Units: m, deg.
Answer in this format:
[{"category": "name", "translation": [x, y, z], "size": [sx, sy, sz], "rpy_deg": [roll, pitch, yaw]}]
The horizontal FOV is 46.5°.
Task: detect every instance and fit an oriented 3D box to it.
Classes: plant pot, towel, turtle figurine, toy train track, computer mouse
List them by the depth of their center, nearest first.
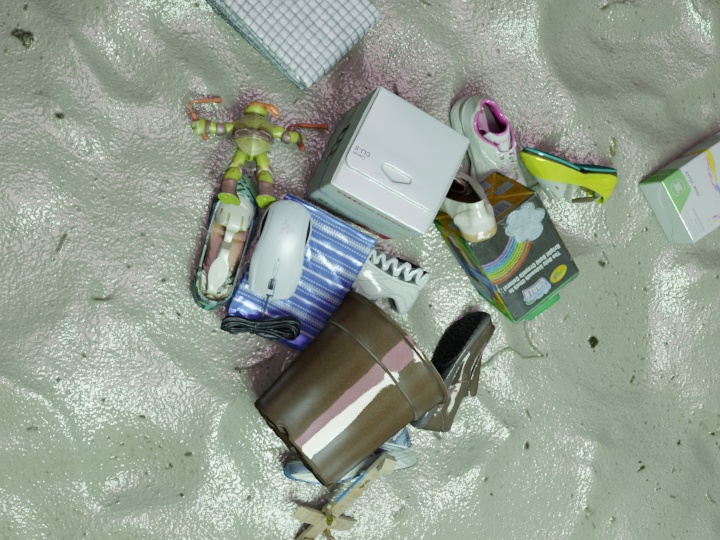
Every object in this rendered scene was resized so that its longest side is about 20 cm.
[{"category": "plant pot", "translation": [-0.022, 0.166, 1.116], "size": [0.198, 0.200, 0.201], "rpy_deg": [-41, 100, -15]}, {"category": "computer mouse", "translation": [-0.118, 0.003, 1.129], "size": [0.109, 0.044, 0.201], "rpy_deg": [13, 107, -5]}, {"category": "turtle figurine", "translation": [-0.138, -0.169, 1.147], "size": [0.199, 0.064, 0.162], "rpy_deg": [8, 70, -18]}, {"category": "towel", "translation": [-0.086, 0.010, 1.163], "size": [0.144, 0.024, 0.201], "rpy_deg": [27, 107, -8]}, {"category": "towel", "translation": [-0.093, -0.370, 1.169], "size": [0.200, 0.086, 0.166], "rpy_deg": [43, 80, -9]}, {"category": "toy train track", "translation": [-0.019, 0.334, 1.175], "size": [0.114, 0.033, 0.200], "rpy_deg": [27, 113, -39]}]

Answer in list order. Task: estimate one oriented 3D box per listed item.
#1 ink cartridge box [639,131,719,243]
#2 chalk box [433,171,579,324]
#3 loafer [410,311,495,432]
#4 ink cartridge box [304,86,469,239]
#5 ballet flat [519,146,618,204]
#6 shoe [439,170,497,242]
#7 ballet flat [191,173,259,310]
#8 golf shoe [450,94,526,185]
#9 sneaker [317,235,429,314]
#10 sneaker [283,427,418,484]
[{"category": "ink cartridge box", "translation": [0.565, -0.143, 1.342], "size": [0.199, 0.067, 0.117], "rpy_deg": [-33, 98, -11]}, {"category": "chalk box", "translation": [0.219, -0.019, 1.210], "size": [0.125, 0.124, 0.200], "rpy_deg": [-36, 118, -4]}, {"category": "loafer", "translation": [0.144, 0.154, 1.248], "size": [0.071, 0.073, 0.201], "rpy_deg": [33, 88, -23]}, {"category": "ink cartridge box", "translation": [0.030, -0.137, 1.140], "size": [0.145, 0.200, 0.145], "rpy_deg": [27, 85, -13]}, {"category": "ballet flat", "translation": [0.313, -0.136, 1.264], "size": [0.199, 0.067, 0.067], "rpy_deg": [6, 106, -35]}, {"category": "shoe", "translation": [0.138, -0.106, 1.152], "size": [0.070, 0.200, 0.054], "rpy_deg": [-24, 120, -1]}, {"category": "ballet flat", "translation": [-0.182, -0.041, 1.158], "size": [0.074, 0.074, 0.201], "rpy_deg": [13, 87, -14]}, {"category": "golf shoe", "translation": [0.201, -0.167, 1.240], "size": [0.075, 0.091, 0.201], "rpy_deg": [-31, 100, -12]}, {"category": "sneaker", "translation": [0.000, 0.000, 1.205], "size": [0.199, 0.075, 0.081], "rpy_deg": [24, 94, -13]}, {"category": "sneaker", "translation": [-0.019, 0.255, 1.209], "size": [0.199, 0.077, 0.086], "rpy_deg": [-7, 83, -21]}]
